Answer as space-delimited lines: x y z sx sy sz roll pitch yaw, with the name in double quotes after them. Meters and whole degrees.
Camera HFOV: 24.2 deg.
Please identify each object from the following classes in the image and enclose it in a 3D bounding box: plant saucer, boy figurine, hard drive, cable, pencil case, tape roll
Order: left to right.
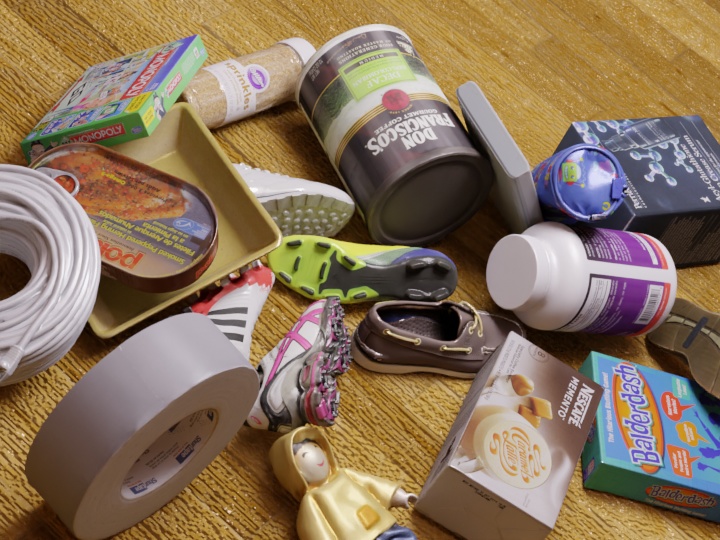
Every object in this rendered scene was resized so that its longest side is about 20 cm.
-0.326 0.004 1.480 0.200 0.069 0.200 39 65 19 "cable"
-0.177 0.129 1.382 0.066 0.201 0.200 45 44 17 "tape roll"
-0.204 -0.042 1.613 0.200 0.049 0.200 -28 62 -15 "plant saucer"
-0.002 0.218 1.491 0.124 0.065 0.200 -27 67 -39 "boy figurine"
0.157 -0.098 1.803 0.026 0.200 0.132 -28 58 -1 "hard drive"
0.227 -0.088 1.776 0.087 0.078 0.200 16 -1 -3 "pencil case"

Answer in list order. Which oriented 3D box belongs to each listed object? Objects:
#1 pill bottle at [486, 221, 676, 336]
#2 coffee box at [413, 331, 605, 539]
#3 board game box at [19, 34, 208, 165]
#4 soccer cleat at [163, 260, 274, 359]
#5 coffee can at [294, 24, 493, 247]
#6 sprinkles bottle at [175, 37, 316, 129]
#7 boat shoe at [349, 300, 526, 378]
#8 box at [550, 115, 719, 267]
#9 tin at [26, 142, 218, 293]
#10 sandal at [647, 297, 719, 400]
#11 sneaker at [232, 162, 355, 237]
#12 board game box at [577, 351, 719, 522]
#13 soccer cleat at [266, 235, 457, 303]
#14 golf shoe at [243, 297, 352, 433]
0.229 0.009 1.760 0.199 0.113 0.113 6 45 -38 "pill bottle"
0.145 0.168 1.600 0.114 0.080 0.200 33 43 -1 "coffee box"
-0.244 -0.172 1.689 0.134 0.029 0.200 -14 25 20 "board game box"
-0.129 0.056 1.588 0.085 0.068 0.200 62 28 -10 "soccer cleat"
0.034 -0.144 1.806 0.146 0.147 0.200 -6 51 -32 "coffee can"
-0.132 -0.199 1.832 0.200 0.068 0.068 -26 63 -41 "sprinkles bottle"
0.087 0.063 1.692 0.199 0.060 0.072 2 48 -26 "boat shoe"
0.330 -0.088 1.937 0.199 0.107 0.149 -7 52 -32 "box"
-0.226 -0.048 1.568 0.199 0.042 0.112 24 58 15 "tin"
0.374 0.087 1.777 0.054 0.080 0.200 37 2 -27 "sandal"
-0.100 -0.076 1.725 0.199 0.077 0.081 1 42 -27 "sneaker"
0.321 0.175 1.716 0.199 0.045 0.152 15 43 -13 "board game box"
0.000 0.001 1.722 0.199 0.065 0.084 6 6 -10 "soccer cleat"
-0.060 0.084 1.584 0.092 0.073 0.200 -9 22 13 "golf shoe"
